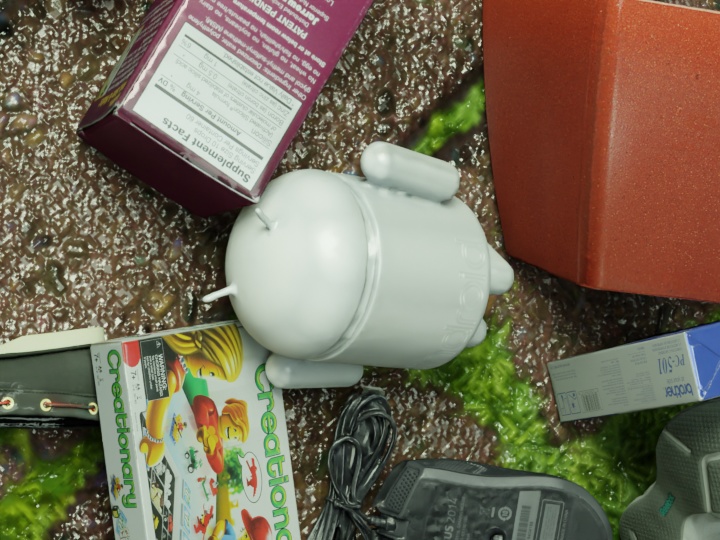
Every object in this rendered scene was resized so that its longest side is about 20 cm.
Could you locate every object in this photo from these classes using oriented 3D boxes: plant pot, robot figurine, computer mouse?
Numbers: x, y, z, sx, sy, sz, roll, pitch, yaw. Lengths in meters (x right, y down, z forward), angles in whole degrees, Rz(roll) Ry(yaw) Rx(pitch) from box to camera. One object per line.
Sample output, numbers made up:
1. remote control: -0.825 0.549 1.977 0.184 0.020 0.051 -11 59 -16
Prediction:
1. plant pot: 0.188 -0.079 1.209 0.198 0.200 0.178 6 98 -19
2. robot figurine: 0.000 0.000 1.152 0.199 0.113 0.171 6 115 -39
3. computer mouse: 0.065 0.159 1.221 0.198 0.053 0.140 13 93 -10

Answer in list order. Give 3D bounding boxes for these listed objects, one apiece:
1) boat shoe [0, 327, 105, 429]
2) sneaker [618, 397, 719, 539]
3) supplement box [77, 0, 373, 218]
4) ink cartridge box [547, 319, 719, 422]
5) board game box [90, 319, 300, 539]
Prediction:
1. boat shoe: -0.240 0.077 1.100 0.199 0.074 0.064 -6 82 -24
2. sneaker: 0.230 0.129 1.220 0.080 0.201 0.071 -26 67 -26
3. supplement box: -0.070 -0.145 1.140 0.103 0.131 0.201 33 79 -16
4. ink cartridge box: 0.202 0.060 1.192 0.093 0.200 0.045 -12 86 -19
5. board game box: -0.095 0.135 1.145 0.126 0.034 0.202 -9 92 -48
